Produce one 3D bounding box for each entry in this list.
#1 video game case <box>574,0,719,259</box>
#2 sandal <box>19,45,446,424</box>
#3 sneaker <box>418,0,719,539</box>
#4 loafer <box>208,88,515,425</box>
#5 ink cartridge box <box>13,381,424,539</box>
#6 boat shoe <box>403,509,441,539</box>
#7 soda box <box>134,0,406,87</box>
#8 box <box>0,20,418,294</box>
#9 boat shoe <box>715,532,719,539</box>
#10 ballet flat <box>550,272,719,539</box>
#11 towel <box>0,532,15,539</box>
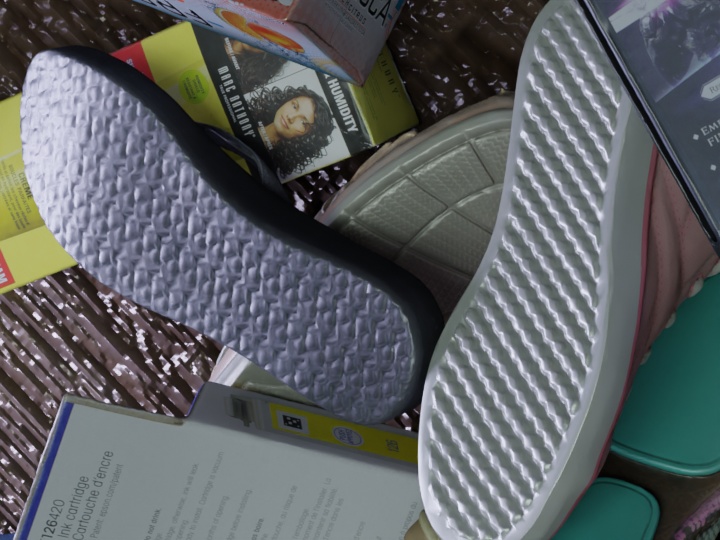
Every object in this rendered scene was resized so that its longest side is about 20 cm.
[{"bbox_3d":[0.153,-0.085,0.858,0.142,0.019,0.201,-30,90,-7],"label":"video game case"},{"bbox_3d":[-0.049,-0.012,0.953,0.200,0.043,0.076,38,123,21],"label":"sandal"},{"bbox_3d":[0.090,0.009,0.909,0.075,0.104,0.201,10,84,41],"label":"sneaker"},{"bbox_3d":[0.000,0.000,0.988,0.072,0.063,0.200,30,116,-24],"label":"loafer"},{"bbox_3d":[-0.047,0.143,1.004,0.199,0.047,0.198,16,114,-13],"label":"ink cartridge box"},{"bbox_3d":[0.050,0.175,0.969,0.062,0.073,0.201,-23,117,0],"label":"boat shoe"},{"bbox_3d":[-0.074,-0.135,0.946,0.199,0.064,0.069,24,84,31],"label":"soda box"},{"bbox_3d":[-0.081,-0.053,1.014,0.199,0.050,0.076,-19,96,27],"label":"box"},{"bbox_3d":[0.170,0.105,0.933,0.068,0.072,0.200,45,119,3],"label":"boat shoe"},{"bbox_3d":[0.102,0.085,0.925,0.069,0.200,0.071,20,149,25],"label":"ballet flat"},{"bbox_3d":[-0.190,0.149,1.081,0.199,0.112,0.049,-10,99,25],"label":"towel"}]
